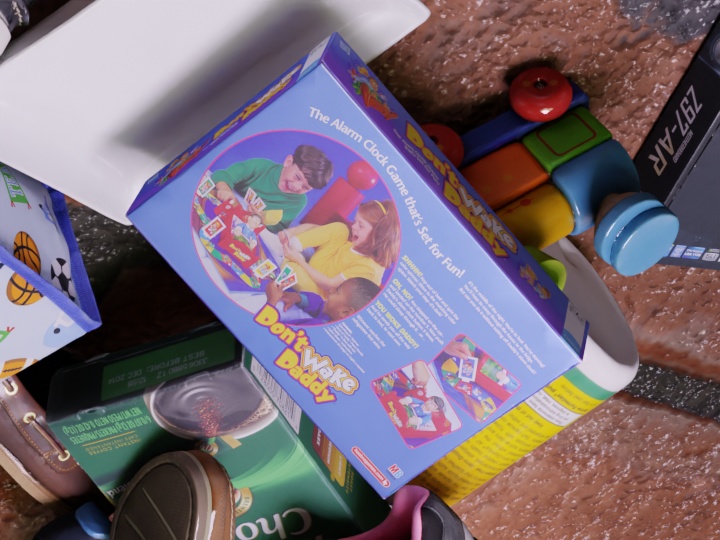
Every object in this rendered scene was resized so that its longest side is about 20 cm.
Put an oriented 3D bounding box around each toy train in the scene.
[{"bbox_3d":[0.059,-0.014,1.359,0.200,0.116,0.085,-28,141,-18],"label":"toy train"}]

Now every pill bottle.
[{"bbox_3d":[0.048,0.068,1.470,0.200,0.113,0.113,-36,137,19],"label":"pill bottle"}]

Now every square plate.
[{"bbox_3d":[-0.086,-0.107,1.260,0.198,0.029,0.200,-34,155,13],"label":"square plate"}]

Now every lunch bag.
[{"bbox_3d":[-0.252,-0.015,1.250,0.170,0.124,0.200,-32,145,13],"label":"lunch bag"}]

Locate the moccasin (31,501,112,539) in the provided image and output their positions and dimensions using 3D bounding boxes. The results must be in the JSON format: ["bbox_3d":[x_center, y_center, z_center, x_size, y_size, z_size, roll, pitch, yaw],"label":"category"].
[{"bbox_3d":[-0.162,0.212,1.470,0.068,0.080,0.200,-24,129,-21],"label":"moccasin"}]

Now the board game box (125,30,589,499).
[{"bbox_3d":[0.000,0.000,1.301,0.134,0.045,0.200,-36,104,22],"label":"board game box"}]

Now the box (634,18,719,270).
[{"bbox_3d":[0.261,-0.067,1.473,0.199,0.044,0.160,6,132,-28],"label":"box"}]

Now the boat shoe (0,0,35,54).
[{"bbox_3d":[-0.211,-0.178,1.142,0.200,0.074,0.060,46,65,-30],"label":"boat shoe"}]

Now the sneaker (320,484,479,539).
[{"bbox_3d":[-0.020,0.187,1.382,0.200,0.079,0.095,-37,123,-5],"label":"sneaker"}]

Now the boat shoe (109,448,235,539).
[{"bbox_3d":[-0.094,0.171,1.394,0.068,0.072,0.200,-9,134,-32],"label":"boat shoe"}]

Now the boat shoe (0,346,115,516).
[{"bbox_3d":[-0.174,0.072,1.411,0.070,0.071,0.200,-31,138,16],"label":"boat shoe"}]

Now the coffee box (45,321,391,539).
[{"bbox_3d":[-0.068,0.114,1.405,0.123,0.044,0.200,-16,132,19],"label":"coffee box"}]
